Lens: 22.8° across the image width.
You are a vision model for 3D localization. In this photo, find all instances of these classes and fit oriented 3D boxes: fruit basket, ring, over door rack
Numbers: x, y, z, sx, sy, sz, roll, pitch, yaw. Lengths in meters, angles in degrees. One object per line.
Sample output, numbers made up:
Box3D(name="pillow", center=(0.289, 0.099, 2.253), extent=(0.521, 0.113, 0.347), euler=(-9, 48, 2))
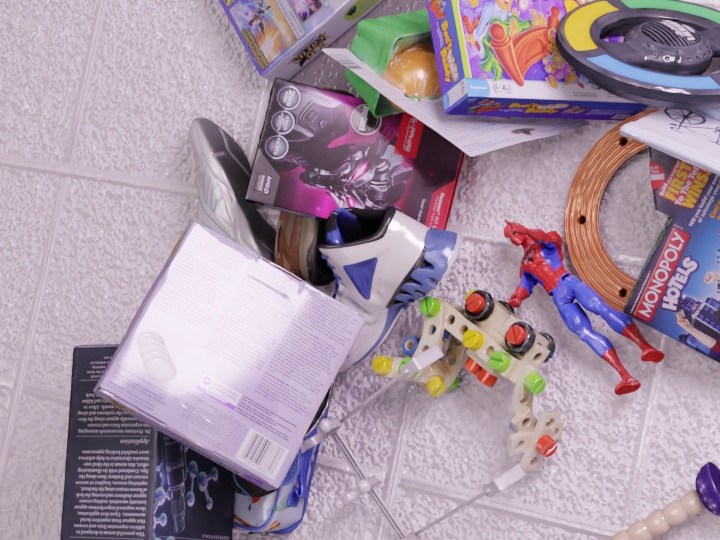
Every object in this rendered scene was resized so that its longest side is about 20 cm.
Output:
Box3D(name="fruit basket", center=(0.088, -0.167, 1.687), extent=(0.200, 0.185, 0.094), euler=(42, 127, 26))
Box3D(name="ring", center=(0.281, -0.051, 1.635), extent=(0.200, 0.019, 0.201), euler=(-5, 79, 29))
Box3D(name="over door rack", center=(0.035, 0.180, 1.664), extent=(0.200, 0.067, 0.148), euler=(-39, 83, 40))

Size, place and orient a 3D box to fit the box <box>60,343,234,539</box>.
Box3D(name="box", center=(-0.200, 0.178, 1.718), extent=(0.107, 0.148, 0.200), euler=(-2, 79, 26))

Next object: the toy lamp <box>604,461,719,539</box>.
Box3D(name="toy lamp", center=(0.240, 0.241, 1.588), extent=(0.200, 0.058, 0.058), euler=(-32, 67, 21))

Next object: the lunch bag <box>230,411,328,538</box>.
Box3D(name="lunch bag", center=(-0.110, 0.169, 1.800), extent=(0.160, 0.076, 0.200), euler=(9, 85, 29))

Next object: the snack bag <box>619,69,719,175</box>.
Box3D(name="snack bag", center=(0.340, -0.117, 1.518), extent=(0.188, 0.200, 0.021), euler=(28, 124, 32))

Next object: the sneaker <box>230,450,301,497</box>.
Box3D(name="sneaker", center=(-0.094, 0.121, 1.724), extent=(0.078, 0.070, 0.200), euler=(-27, 50, 50))

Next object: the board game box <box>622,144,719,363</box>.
Box3D(name="board game box", center=(0.318, -0.032, 1.542), extent=(0.200, 0.062, 0.200), euler=(29, 111, 9))

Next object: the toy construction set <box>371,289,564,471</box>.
Box3D(name="toy construction set", center=(0.113, 0.094, 1.666), extent=(0.200, 0.092, 0.131), euler=(37, 99, 30))

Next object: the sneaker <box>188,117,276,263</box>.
Box3D(name="sneaker", center=(-0.149, -0.068, 1.867), extent=(0.080, 0.070, 0.201), euler=(-32, 67, 26))

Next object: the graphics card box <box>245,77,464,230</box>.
Box3D(name="graphics card box", center=(-0.003, -0.104, 1.739), extent=(0.200, 0.051, 0.126), euler=(15, 89, -1))

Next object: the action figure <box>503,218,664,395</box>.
Box3D(name="action figure", center=(0.179, 0.023, 1.622), extent=(0.065, 0.099, 0.200), euler=(-55, 54, 24))

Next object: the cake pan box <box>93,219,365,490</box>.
Box3D(name="cake pan box", center=(-0.116, 0.080, 1.640), extent=(0.200, 0.052, 0.184), euler=(29, 75, -9))

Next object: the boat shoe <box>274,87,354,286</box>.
Box3D(name="boat shoe", center=(-0.051, -0.086, 1.809), extent=(0.074, 0.076, 0.200), euler=(6, 83, 35))

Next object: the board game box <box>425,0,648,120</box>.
Box3D(name="board game box", center=(0.162, -0.210, 1.633), extent=(0.045, 0.200, 0.135), euler=(-35, 61, 58))

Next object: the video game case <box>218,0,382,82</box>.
Box3D(name="video game case", center=(-0.070, -0.328, 1.879), extent=(0.181, 0.045, 0.200), euler=(-37, 64, 19))

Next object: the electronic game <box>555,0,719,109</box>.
Box3D(name="electronic game", center=(0.272, -0.196, 1.575), extent=(0.200, 0.200, 0.042), euler=(28, 128, 31))

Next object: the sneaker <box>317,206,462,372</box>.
Box3D(name="sneaker", center=(0.000, 0.000, 1.709), extent=(0.115, 0.081, 0.199), euler=(34, 130, -9))
